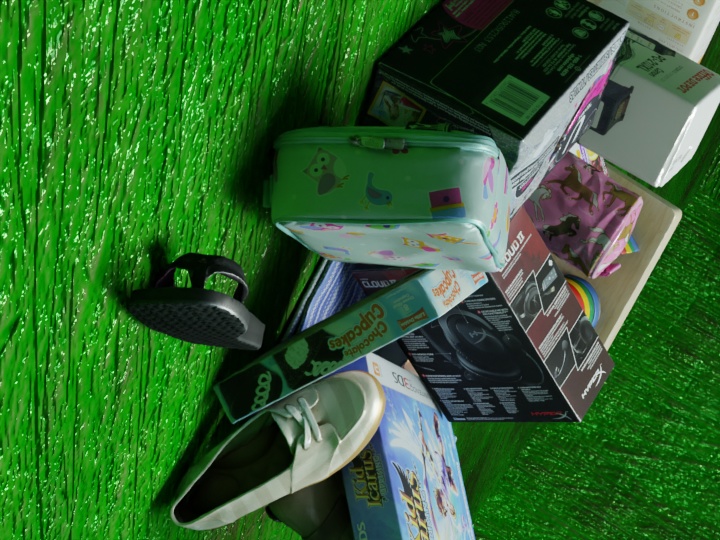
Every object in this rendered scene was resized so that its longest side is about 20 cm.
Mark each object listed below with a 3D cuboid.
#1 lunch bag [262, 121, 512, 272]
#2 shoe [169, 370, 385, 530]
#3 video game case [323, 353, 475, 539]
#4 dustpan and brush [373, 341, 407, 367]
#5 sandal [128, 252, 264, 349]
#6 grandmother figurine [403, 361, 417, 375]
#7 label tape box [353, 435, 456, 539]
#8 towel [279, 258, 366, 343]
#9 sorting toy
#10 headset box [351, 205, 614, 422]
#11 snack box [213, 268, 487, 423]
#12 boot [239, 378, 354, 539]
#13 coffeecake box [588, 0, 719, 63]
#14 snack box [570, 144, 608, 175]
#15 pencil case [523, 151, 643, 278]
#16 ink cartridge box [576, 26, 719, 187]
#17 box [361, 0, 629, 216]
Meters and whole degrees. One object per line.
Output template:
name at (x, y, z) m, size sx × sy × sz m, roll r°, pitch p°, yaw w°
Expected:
lunch bag at (0.020, -0.050, 1.262) m, size 0.200 × 0.160 × 0.077 m, roll 44°, pitch 51°, yaw -76°
shoe at (-0.067, 0.146, 1.438) m, size 0.200 × 0.070 × 0.053 m, roll -35°, pitch 166°, yaw 11°
video game case at (0.040, 0.181, 1.539) m, size 0.045 × 0.200 × 0.181 m, roll -19°, pitch 159°, yaw 20°
dustpan and brush at (0.061, 0.022, 1.660) m, size 0.140 × 0.057 × 0.200 m, roll -75°, pitch -169°, yaw -51°
sandal at (-0.102, 0.017, 1.167) m, size 0.200 × 0.075 × 0.048 m, roll 79°, pitch 18°, yaw -82°
grandmother figurine at (0.043, 0.086, 1.748) m, size 0.200 × 0.121 × 0.061 m, roll -38°, pitch 142°, yaw 21°
label tape box at (-0.022, 0.185, 1.652) m, size 0.200 × 0.143 × 0.066 m, roll -45°, pitch 161°, yaw -49°
towel at (0.000, 0.000, 1.591) m, size 0.145 × 0.024 × 0.200 m, roll -63°, pitch 167°, yaw 12°
sorting toy at (0.204, -0.026, 1.940) m, size 0.070 × 0.199 × 0.200 m, roll -8°, pitch 129°, yaw -58°
headset box at (0.099, 0.033, 1.534) m, size 0.077 × 0.149 × 0.200 m, roll -52°, pitch 121°, yaw -36°
snack box at (-0.007, 0.049, 1.415) m, size 0.200 × 0.037 × 0.116 m, roll -29°, pitch -178°, yaw 27°
boot at (-0.023, 0.154, 1.549) m, size 0.070 × 0.146 × 0.200 m, roll -33°, pitch 180°, yaw 37°
coffeecake box at (0.262, -0.274, 1.677) m, size 0.073 × 0.153 × 0.200 m, roll -47°, pitch 163°, yaw -43°
snack box at (0.166, -0.111, 1.752) m, size 0.200 × 0.053 × 0.142 m, roll -43°, pitch 122°, yaw -49°
pencil case at (0.147, -0.072, 1.585) m, size 0.083 × 0.200 × 0.087 m, roll -56°, pitch 168°, yaw -16°
ink cartridge box at (0.208, -0.168, 1.603) m, size 0.084 × 0.200 × 0.145 m, roll -65°, pitch 167°, yaw 24°
box at (0.103, -0.134, 1.428) m, size 0.200 × 0.132 × 0.115 m, roll -47°, pitch 161°, yaw -43°
